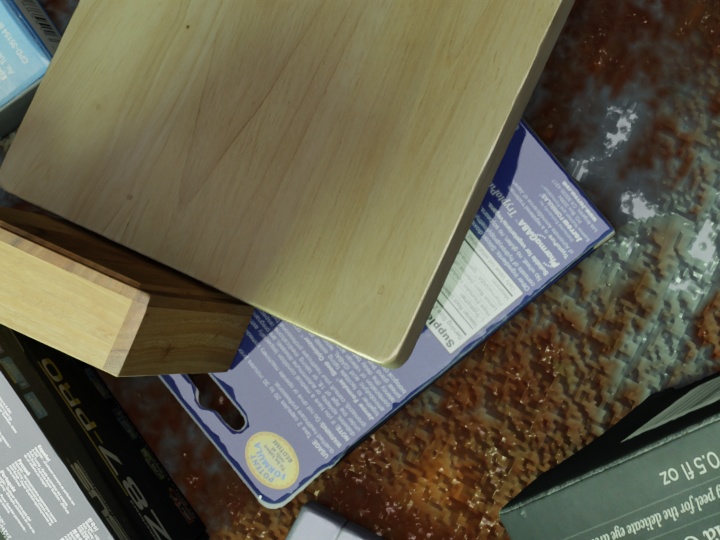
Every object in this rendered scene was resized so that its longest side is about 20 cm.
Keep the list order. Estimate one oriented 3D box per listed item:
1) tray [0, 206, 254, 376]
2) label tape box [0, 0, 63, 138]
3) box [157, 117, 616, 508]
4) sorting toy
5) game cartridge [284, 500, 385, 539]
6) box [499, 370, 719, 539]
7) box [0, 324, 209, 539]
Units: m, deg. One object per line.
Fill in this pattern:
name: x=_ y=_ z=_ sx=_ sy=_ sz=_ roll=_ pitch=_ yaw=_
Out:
tray: x=-0.111 y=0.007 z=0.957 sx=0.098 sy=0.200 sz=0.037 roll=24 pitch=92 yaw=8
label tape box: x=-0.248 y=-0.091 z=1.067 sx=0.200 sy=0.063 sz=0.144 roll=-35 pitch=89 yaw=9
box: x=0.000 y=0.000 z=1.060 sx=0.200 sy=0.032 sz=0.121 roll=-40 pitch=87 yaw=5
sorting toy: x=-0.021 y=-0.083 z=1.014 sx=0.198 sy=0.070 sz=0.200 roll=24 pitch=87 yaw=20
game cartridge: x=-0.018 y=0.220 z=1.073 sx=0.129 sy=0.038 sz=0.200 roll=27 pitch=95 yaw=0
box: x=0.193 y=0.132 z=0.955 sx=0.117 sy=0.197 sz=0.200 roll=-31 pitch=89 yaw=-38
box: x=-0.149 y=0.057 z=1.015 sx=0.049 sy=0.161 sz=0.200 roll=-35 pitch=88 yaw=6
